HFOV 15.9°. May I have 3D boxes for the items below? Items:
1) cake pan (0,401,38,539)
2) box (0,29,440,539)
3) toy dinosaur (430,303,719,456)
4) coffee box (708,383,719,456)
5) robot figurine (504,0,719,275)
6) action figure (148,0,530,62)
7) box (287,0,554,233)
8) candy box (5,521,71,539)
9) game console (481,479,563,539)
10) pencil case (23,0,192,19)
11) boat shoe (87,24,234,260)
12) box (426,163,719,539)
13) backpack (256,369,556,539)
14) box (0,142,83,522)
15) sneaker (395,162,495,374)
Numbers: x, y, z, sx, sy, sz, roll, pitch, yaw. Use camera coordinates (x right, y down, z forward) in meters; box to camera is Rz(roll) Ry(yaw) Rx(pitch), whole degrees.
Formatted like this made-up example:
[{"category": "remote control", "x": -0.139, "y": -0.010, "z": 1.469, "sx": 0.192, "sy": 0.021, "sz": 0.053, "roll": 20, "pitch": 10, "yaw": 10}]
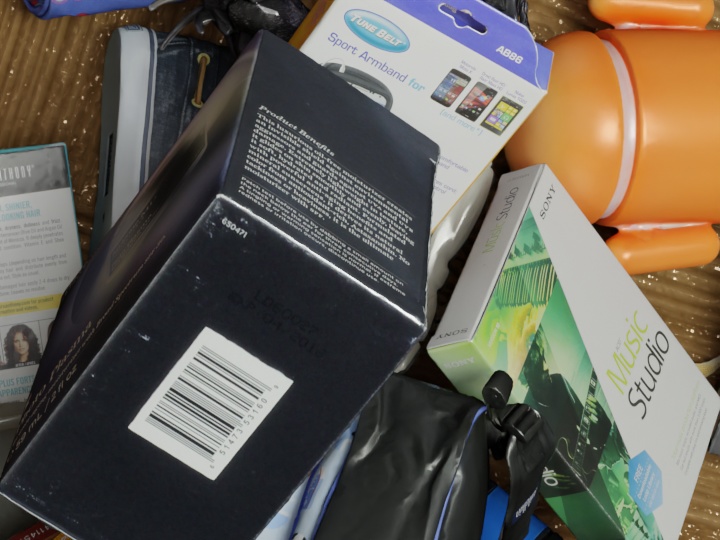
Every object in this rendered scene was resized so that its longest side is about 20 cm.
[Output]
[{"category": "cake pan", "x": -0.185, "y": 0.152, "z": 1.380, "sx": 0.200, "sy": 0.037, "sz": 0.200, "roll": -10, "pitch": 123, "yaw": -16}, {"category": "box", "x": -0.067, "y": 0.020, "z": 1.265, "sx": 0.123, "sy": 0.198, "sz": 0.200, "roll": 33, "pitch": 114, "yaw": -12}, {"category": "toy dinosaur", "x": 0.132, "y": 0.068, "z": 1.511, "sx": 0.200, "sy": 0.058, "sz": 0.101, "roll": 12, "pitch": 86, "yaw": -17}, {"category": "coffee box", "x": 0.289, "y": 0.035, "z": 1.502, "sx": 0.123, "sy": 0.044, "sz": 0.200, "roll": 18, "pitch": 119, "yaw": -1}, {"category": "robot figurine", "x": 0.169, "y": -0.085, "z": 1.491, "sx": 0.200, "sy": 0.117, "sz": 0.144, "roll": -2, "pitch": 124, "yaw": -18}, {"category": "action figure", "x": -0.007, "y": -0.148, "z": 1.382, "sx": 0.200, "sy": 0.119, "sz": 0.102, "roll": 6, "pitch": 51, "yaw": 10}, {"category": "box", "x": 0.011, "y": -0.082, "z": 1.344, "sx": 0.119, "sy": 0.200, "sz": 0.042, "roll": 28, "pitch": 38, "yaw": -13}, {"category": "candy box", "x": -0.150, "y": 0.228, "z": 1.380, "sx": 0.115, "sy": 0.055, "sz": 0.200, "roll": -28, "pitch": 126, "yaw": -9}, {"category": "game console", "x": 0.034, "y": 0.225, "z": 1.504, "sx": 0.171, "sy": 0.118, "sz": 0.200, "roll": 39, "pitch": 78, "yaw": 17}, {"category": "pencil case", "x": -0.097, "y": -0.193, "z": 1.425, "sx": 0.200, "sy": 0.078, "sz": 0.087, "roll": -10, "pitch": 110, "yaw": -18}, {"category": "boat shoe", "x": -0.099, "y": -0.034, "z": 1.428, "sx": 0.091, "sy": 0.071, "sz": 0.201, "roll": 5, "pitch": 85, "yaw": -16}, {"category": "box", "x": 0.123, "y": 0.059, "z": 1.429, "sx": 0.200, "sy": 0.036, "sz": 0.144, "roll": 50, "pitch": 43, "yaw": -26}, {"category": "backpack", "x": 0.003, "y": 0.160, "z": 1.367, "sx": 0.154, "sy": 0.191, "sz": 0.200, "roll": 19, "pitch": 67, "yaw": 17}, {"category": "box", "x": -0.191, "y": 0.034, "z": 1.414, "sx": 0.082, "sy": 0.049, "sz": 0.200, "roll": -9, "pitch": 93, "yaw": -17}, {"category": "sneaker", "x": 0.000, "y": 0.000, "z": 1.463, "sx": 0.085, "sy": 0.077, "sz": 0.200, "roll": 30, "pitch": 72, "yaw": -18}]
